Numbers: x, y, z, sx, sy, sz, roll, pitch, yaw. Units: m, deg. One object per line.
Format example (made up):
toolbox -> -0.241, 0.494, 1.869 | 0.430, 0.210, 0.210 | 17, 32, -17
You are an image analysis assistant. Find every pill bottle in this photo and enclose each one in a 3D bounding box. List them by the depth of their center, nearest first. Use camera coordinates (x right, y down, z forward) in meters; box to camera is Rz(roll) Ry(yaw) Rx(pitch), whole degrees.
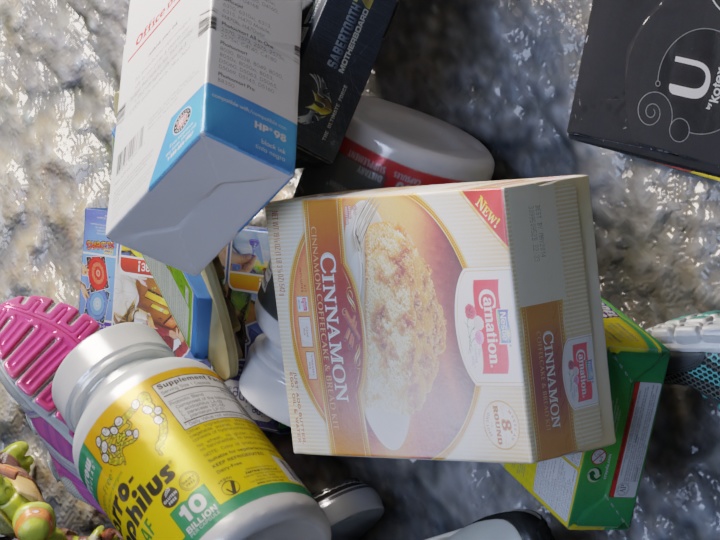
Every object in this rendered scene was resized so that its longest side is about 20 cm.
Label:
pill bottle -> 0.000, 0.000, 1.654 | 0.114, 0.114, 0.200 | 32, 109, 35
pill bottle -> -0.115, 0.127, 1.669 | 0.200, 0.113, 0.113 | 50, 119, 34

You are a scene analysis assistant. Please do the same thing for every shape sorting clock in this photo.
shape sorting clock -> -0.118, -0.024, 1.689 | 0.200, 0.039, 0.200 | 60, 168, 22

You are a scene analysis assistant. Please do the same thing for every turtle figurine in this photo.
turtle figurine -> -0.240, 0.162, 1.844 | 0.064, 0.200, 0.161 | -51, 30, 2

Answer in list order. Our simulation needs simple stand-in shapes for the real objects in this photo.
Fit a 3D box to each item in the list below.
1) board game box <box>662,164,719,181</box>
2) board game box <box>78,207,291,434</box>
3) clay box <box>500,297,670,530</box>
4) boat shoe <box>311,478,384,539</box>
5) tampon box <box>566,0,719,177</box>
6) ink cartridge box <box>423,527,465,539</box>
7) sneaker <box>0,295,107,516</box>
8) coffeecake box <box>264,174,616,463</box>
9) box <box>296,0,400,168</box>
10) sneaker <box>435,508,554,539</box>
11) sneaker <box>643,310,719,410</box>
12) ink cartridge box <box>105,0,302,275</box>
board game box -> 0.200, -0.159, 1.549 | 0.095, 0.030, 0.200 | 19, 104, 38
board game box -> -0.115, 0.032, 1.799 | 0.200, 0.034, 0.136 | 9, 96, 39
clay box -> 0.110, 0.063, 1.565 | 0.200, 0.048, 0.115 | -136, 53, -60
boat shoe -> -0.066, 0.172, 1.744 | 0.200, 0.070, 0.066 | -35, 70, 42
tampon box -> 0.229, -0.127, 1.410 | 0.126, 0.200, 0.150 | 17, 101, 38
ink cartridge box -> 0.034, 0.260, 1.676 | 0.200, 0.047, 0.160 | -22, 76, 43
sneaker -> -0.191, 0.108, 1.793 | 0.200, 0.081, 0.088 | 50, 144, 5
coffeecake box -> 0.043, 0.028, 1.497 | 0.200, 0.073, 0.154 | -2, 95, 47
box -> -0.034, -0.160, 1.644 | 0.158, 0.051, 0.200 | -2, 63, 64
sneaker -> 0.038, 0.203, 1.587 | 0.200, 0.080, 0.074 | -33, 67, 36
sneaker -> 0.235, 0.069, 1.490 | 0.200, 0.078, 0.091 | -1, 95, 42
ink cartridge box -> -0.091, -0.113, 1.566 | 0.116, 0.067, 0.200 | -43, 34, 41
